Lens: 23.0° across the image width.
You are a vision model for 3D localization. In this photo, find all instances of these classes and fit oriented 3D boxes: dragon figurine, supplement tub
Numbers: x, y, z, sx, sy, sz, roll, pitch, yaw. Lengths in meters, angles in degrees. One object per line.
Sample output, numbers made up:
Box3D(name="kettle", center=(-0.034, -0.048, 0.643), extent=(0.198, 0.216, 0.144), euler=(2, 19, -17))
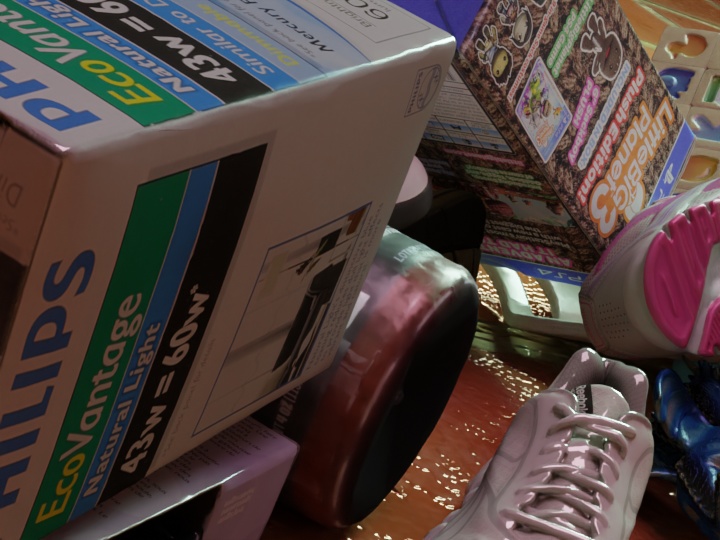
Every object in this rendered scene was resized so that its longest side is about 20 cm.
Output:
Box3D(name="dragon figurine", center=(0.143, 0.082, 0.759), extent=(0.099, 0.059, 0.200), euler=(30, 14, 24))
Box3D(name="supplement tub", center=(-0.064, 0.004, 0.652), extent=(0.199, 0.107, 0.107), euler=(28, 18, 17))

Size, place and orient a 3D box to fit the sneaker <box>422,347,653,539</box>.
Box3D(name="sneaker", center=(0.066, 0.085, 0.627), extent=(0.075, 0.081, 0.200), euler=(26, 19, 3))

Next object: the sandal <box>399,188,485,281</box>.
Box3D(name="sandal", center=(0.000, -0.001, 0.799), extent=(0.057, 0.080, 0.201), euler=(18, 13, 31))

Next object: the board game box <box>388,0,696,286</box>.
Box3D(name="board game box", center=(0.047, -0.091, 0.862), extent=(0.159, 0.097, 0.200), euler=(13, -24, 37))

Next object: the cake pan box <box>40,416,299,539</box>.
Box3D(name="cake pan box", center=(-0.137, 0.046, 0.531), extent=(0.199, 0.053, 0.184), euler=(29, 21, 17))

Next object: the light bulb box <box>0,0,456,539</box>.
Box3D(name="light bulb box", center=(-0.113, -0.040, 0.497), extent=(0.198, 0.125, 0.200), euler=(29, 25, 18))

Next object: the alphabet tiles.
Box3D(name="alphabet tiles", center=(0.208, -0.073, 0.967), extent=(0.199, 0.006, 0.167), euler=(11, 49, 21))

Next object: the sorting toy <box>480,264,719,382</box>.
Box3D(name="sorting toy", center=(0.149, -0.001, 0.961), extent=(0.179, 0.107, 0.200), euler=(3, 36, -19))

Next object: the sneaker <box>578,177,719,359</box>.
Box3D(name="sneaker", center=(0.176, -0.013, 0.847), extent=(0.199, 0.082, 0.088), euler=(-19, 2, -37))

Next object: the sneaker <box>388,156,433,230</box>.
Box3D(name="sneaker", center=(-0.062, -0.081, 0.721), extent=(0.200, 0.109, 0.067), euler=(9, 26, -1))
